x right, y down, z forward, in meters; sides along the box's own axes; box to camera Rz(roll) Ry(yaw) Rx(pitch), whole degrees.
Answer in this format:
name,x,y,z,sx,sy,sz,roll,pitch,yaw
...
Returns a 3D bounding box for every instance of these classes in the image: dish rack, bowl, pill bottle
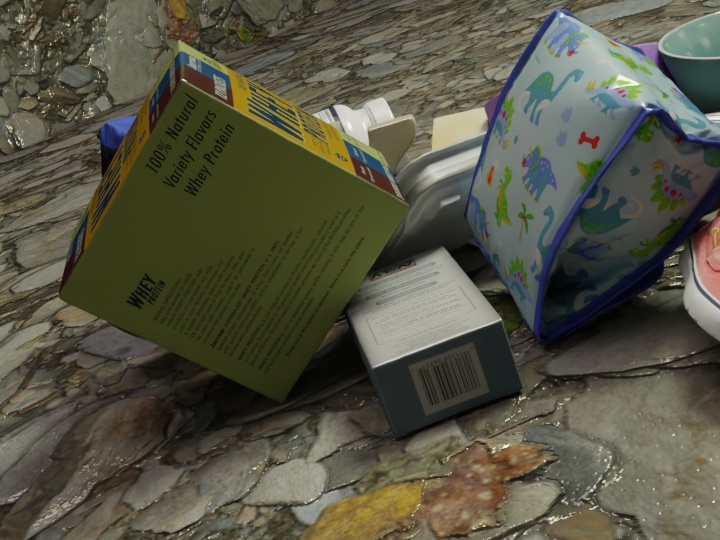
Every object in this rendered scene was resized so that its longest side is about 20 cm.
name,x,y,z,sx,sy,sz,roll,pitch,yaw
dish rack,0.086,-0.057,1.061,0.200,0.044,0.172,-22,-22,-38
bowl,0.401,-0.192,1.148,0.200,0.105,0.201,-15,22,6
pill bottle,-0.049,-0.136,1.446,0.200,0.116,0.116,-20,18,-4

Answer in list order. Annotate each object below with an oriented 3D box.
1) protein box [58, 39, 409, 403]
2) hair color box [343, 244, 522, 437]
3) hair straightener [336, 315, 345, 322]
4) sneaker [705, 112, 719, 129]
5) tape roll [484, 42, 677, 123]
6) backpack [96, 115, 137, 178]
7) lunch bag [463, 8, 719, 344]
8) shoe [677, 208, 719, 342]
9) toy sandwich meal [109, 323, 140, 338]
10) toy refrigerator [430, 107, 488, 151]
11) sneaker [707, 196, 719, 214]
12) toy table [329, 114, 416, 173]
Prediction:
name,x,y,z,sx,sy,sz,roll,pitch,yaw
protein box,-0.105,-0.040,0.947,0.199,0.200,0.135,-57,20,15
hair color box,0.046,0.048,0.908,0.099,0.061,0.200,-20,19,-2
hair straightener,0.000,0.000,1.122,0.077,0.041,0.200,0,26,46
sneaker,0.269,-0.106,1.094,0.200,0.076,0.077,-9,17,34
tape roll,0.235,-0.174,1.239,0.200,0.066,0.200,-16,-3,-1
backpack,-0.173,-0.056,1.207,0.162,0.200,0.168,-11,20,-25
lunch bag,0.166,-0.067,0.902,0.200,0.127,0.170,-56,32,23
shoe,0.263,-0.009,0.771,0.071,0.091,0.200,27,20,-2
toy sandwich meal,-0.165,-0.009,1.095,0.205,0.205,0.070,-15,48,13
toy refrigerator,0.112,-0.112,1.267,0.070,0.076,0.200,-12,20,9
sneaker,0.219,-0.038,0.989,0.200,0.078,0.091,-17,34,19
toy table,-0.018,-0.088,1.275,0.200,0.117,0.184,-20,18,-5
